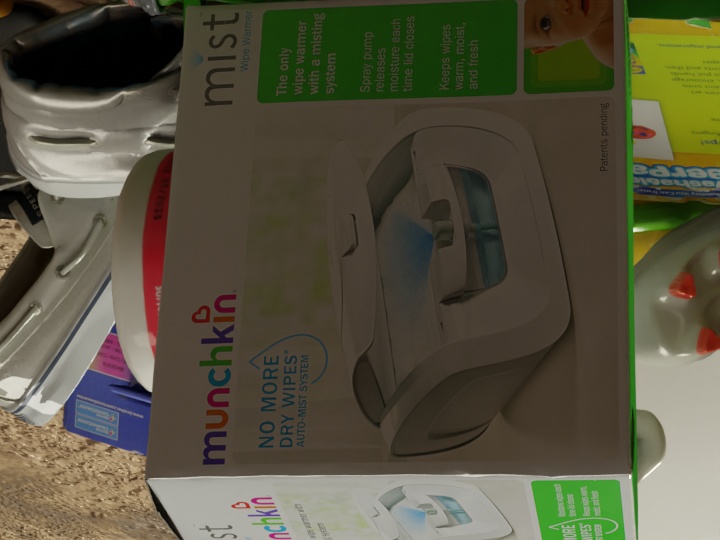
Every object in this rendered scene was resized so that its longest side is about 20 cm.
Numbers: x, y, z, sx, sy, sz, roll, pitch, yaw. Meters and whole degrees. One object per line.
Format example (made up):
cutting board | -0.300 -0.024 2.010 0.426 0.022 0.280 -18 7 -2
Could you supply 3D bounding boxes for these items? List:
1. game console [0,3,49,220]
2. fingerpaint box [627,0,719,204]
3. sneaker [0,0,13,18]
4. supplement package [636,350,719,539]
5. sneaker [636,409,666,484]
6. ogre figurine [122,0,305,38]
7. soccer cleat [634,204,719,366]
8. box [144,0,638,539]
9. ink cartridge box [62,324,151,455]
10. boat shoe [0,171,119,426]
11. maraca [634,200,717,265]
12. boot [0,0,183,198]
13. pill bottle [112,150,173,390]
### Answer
game console | -0.225 -0.090 1.222 0.199 0.117 0.176 5 -173 17
fingerpaint box | 0.148 -0.094 0.948 0.199 0.074 0.167 4 156 23
sneaker | -0.193 -0.162 0.972 0.077 0.079 0.200 -1 162 -6
supplement package | 0.162 0.069 1.170 0.199 0.117 0.118 -12 107 19
sneaker | 0.045 0.091 0.919 0.199 0.075 0.099 -21 -177 -44
ogre figurine | -0.077 -0.138 0.921 0.119 0.099 0.200 10 158 7
soccer cleat | 0.190 -0.013 1.042 0.199 0.070 0.077 -25 -170 -28
box | 0.017 0.003 0.857 0.175 0.201 0.097 0 154 8
ink cartridge box | -0.071 0.049 1.226 0.136 0.200 0.077 15 117 17
boat shoe | -0.148 -0.027 1.127 0.086 0.203 0.075 30 -174 -22
maraca | 0.120 -0.018 1.115 0.199 0.108 0.137 -6 178 -35
boot | -0.070 -0.083 1.048 0.199 0.074 0.096 -8 155 -4
pill bottle | 0.000 0.000 0.989 0.199 0.111 0.111 -1 156 14
